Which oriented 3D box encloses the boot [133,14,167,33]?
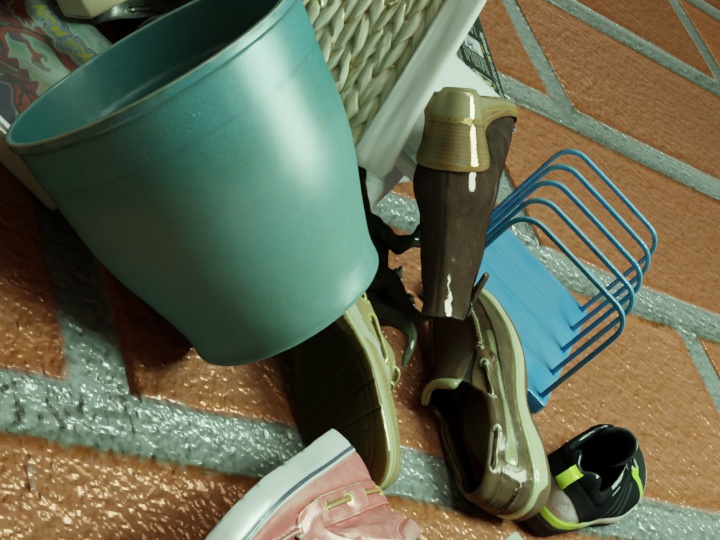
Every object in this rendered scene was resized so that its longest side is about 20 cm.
[{"bbox_3d":[-0.107,-0.142,1.098,0.175,0.069,0.201,-92,158,-50],"label":"boot"}]

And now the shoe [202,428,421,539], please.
[{"bbox_3d":[-0.030,0.163,0.842,0.091,0.072,0.200,45,24,7],"label":"shoe"}]

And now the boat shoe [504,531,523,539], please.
[{"bbox_3d":[0.074,0.223,0.909,0.061,0.072,0.201,49,26,11],"label":"boat shoe"}]

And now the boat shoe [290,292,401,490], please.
[{"bbox_3d":[-0.007,0.063,0.995,0.066,0.074,0.201,17,45,-47],"label":"boat shoe"}]

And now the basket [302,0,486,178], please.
[{"bbox_3d":[0.016,-0.191,1.064,0.123,0.201,0.136,29,15,-4],"label":"basket"}]

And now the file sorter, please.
[{"bbox_3d":[0.166,-0.002,1.258,0.139,0.123,0.200,46,28,-3],"label":"file sorter"}]

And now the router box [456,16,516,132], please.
[{"bbox_3d":[0.067,-0.223,1.466,0.157,0.052,0.201,28,34,-33],"label":"router box"}]

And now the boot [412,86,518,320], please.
[{"bbox_3d":[0.073,-0.050,1.104,0.072,0.168,0.200,6,5,11],"label":"boot"}]

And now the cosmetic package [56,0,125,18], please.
[{"bbox_3d":[-0.133,-0.263,1.002,0.073,0.199,0.104,23,-38,61],"label":"cosmetic package"}]

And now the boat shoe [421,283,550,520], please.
[{"bbox_3d":[0.082,0.086,1.089,0.074,0.075,0.203,15,43,-37],"label":"boat shoe"}]

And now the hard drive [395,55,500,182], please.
[{"bbox_3d":[0.027,-0.159,1.203,0.200,0.026,0.132,42,49,-4],"label":"hard drive"}]

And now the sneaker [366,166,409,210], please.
[{"bbox_3d":[0.023,-0.109,1.234,0.075,0.087,0.200,49,30,-1],"label":"sneaker"}]

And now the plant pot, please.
[{"bbox_3d":[-0.085,-0.053,0.907,0.189,0.199,0.200,61,24,-21],"label":"plant pot"}]

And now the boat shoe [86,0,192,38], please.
[{"bbox_3d":[-0.162,-0.202,1.124,0.201,0.071,0.067,4,87,-71],"label":"boat shoe"}]

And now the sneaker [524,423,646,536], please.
[{"bbox_3d":[0.194,0.157,1.140,0.072,0.083,0.200,55,30,13],"label":"sneaker"}]

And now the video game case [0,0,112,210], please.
[{"bbox_3d":[-0.235,-0.148,0.997,0.200,0.023,0.182,45,29,-5],"label":"video game case"}]

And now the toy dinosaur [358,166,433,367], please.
[{"bbox_3d":[0.000,0.000,1.104,0.102,0.077,0.201,15,49,-22],"label":"toy dinosaur"}]
